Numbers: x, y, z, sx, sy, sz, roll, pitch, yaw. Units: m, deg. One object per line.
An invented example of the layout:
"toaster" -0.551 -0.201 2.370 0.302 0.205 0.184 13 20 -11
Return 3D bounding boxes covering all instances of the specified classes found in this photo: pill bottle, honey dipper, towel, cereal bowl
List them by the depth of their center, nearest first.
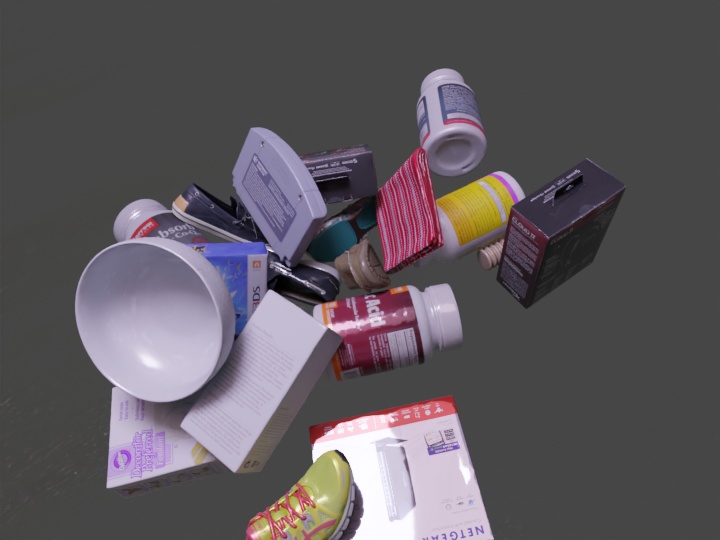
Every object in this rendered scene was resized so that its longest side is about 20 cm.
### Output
"cereal bowl" -0.239 0.054 0.653 0.199 0.202 0.083 9 15 14
"pill bottle" 0.039 0.086 0.766 0.199 0.114 0.115 -12 53 -1
"towel" 0.065 -0.081 0.811 0.022 0.200 0.146 -5 79 -19
"pill bottle" -0.300 -0.025 0.846 0.200 0.116 0.116 36 66 27
"pill bottle" 0.166 -0.079 0.873 0.199 0.105 0.104 -26 55 -11
"honey dipper" 0.286 -0.059 0.886 0.199 0.038 0.038 -27 55 -13
"pill bottle" 0.169 -0.289 1.016 0.119 0.120 0.201 -4 54 5

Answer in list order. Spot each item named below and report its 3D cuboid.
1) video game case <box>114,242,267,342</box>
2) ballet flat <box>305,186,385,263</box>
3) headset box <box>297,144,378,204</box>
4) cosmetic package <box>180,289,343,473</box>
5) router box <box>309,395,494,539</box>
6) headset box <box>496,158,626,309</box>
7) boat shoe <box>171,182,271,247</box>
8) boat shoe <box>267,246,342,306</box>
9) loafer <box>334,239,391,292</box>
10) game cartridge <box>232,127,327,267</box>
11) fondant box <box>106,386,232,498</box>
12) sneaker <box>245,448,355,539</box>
"video game case" -0.234 0.053 0.753 0.199 0.182 0.045 -3 27 -18
"ballet flat" -0.020 -0.079 0.935 0.200 0.072 0.072 -35 57 -19
"headset box" -0.048 -0.166 0.923 0.147 0.076 0.200 -9 17 2
"cosmetic package" -0.121 0.140 0.673 0.101 0.071 0.201 29 82 24
"router box" 0.045 0.270 0.672 0.199 0.049 0.180 -12 54 -1
"headset box" 0.288 -0.055 0.781 0.148 0.201 0.077 -32 57 -14
"boat shoe" -0.212 -0.087 0.890 0.062 0.199 0.075 -59 38 10
"boat shoe" -0.130 0.010 0.868 0.199 0.076 0.061 11 53 14
"loafer" 0.000 0.000 0.817 0.067 0.200 0.076 -31 94 5
"game cartridge" -0.130 -0.122 0.833 0.041 0.133 0.200 -15 61 -41
"fondant box" -0.243 0.216 0.747 0.199 0.058 0.145 -15 54 -2
"sneaker" -0.081 0.292 0.603 0.078 0.090 0.201 30 88 49
